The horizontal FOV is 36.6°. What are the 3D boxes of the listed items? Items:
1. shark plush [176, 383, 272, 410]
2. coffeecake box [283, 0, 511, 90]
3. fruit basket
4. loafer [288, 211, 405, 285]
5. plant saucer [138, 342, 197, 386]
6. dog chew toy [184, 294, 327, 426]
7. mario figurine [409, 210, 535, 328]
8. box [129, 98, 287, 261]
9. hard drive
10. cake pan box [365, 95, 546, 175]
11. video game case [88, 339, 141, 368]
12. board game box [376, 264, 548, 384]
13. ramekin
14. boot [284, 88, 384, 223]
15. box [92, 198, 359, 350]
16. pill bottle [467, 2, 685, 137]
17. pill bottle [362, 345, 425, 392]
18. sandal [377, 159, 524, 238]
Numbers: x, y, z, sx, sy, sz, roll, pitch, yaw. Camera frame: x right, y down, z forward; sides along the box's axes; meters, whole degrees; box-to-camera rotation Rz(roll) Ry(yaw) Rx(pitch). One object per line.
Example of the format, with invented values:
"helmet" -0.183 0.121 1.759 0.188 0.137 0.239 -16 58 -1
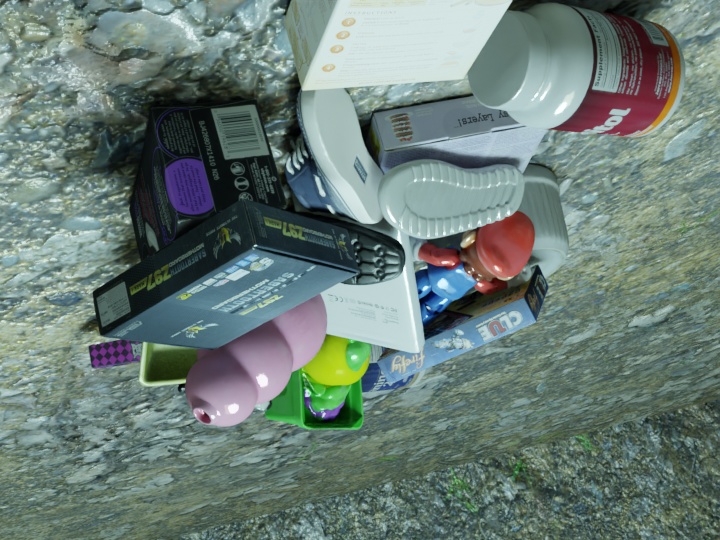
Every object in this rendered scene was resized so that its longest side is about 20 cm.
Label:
"shark plush" -0.183 0.132 1.351 0.198 0.083 0.092 -14 120 -40
"coffeecake box" 0.040 -0.228 0.839 0.152 0.074 0.200 -8 158 -21
"fruit basket" -0.040 0.112 1.474 0.214 0.218 0.155 -29 156 32
"loafer" -0.044 -0.031 1.167 0.198 0.069 0.070 9 -157 16
"plant saucer" -0.162 0.024 1.253 0.198 0.202 0.048 -2 -161 -34
"dog chew toy" -0.118 0.085 1.168 0.124 0.124 0.201 -39 -168 47
"mario figurine" 0.119 -0.013 1.269 0.199 0.107 0.123 -33 160 32
"box" -0.154 -0.060 1.057 0.105 0.124 0.200 -8 159 -22
"hard drive" 0.000 0.000 1.235 0.130 0.027 0.202 11 133 26
"cake pan box" 0.098 -0.123 1.194 0.197 0.053 0.185 -12 161 -11
"video game case" -0.221 0.093 1.421 0.198 0.036 0.180 -11 176 33
"board game box" 0.127 0.064 1.327 0.198 0.035 0.136 -25 -172 22
"ramekin" 0.170 -0.039 1.383 0.197 0.106 0.201 -14 160 -5
"boot" -0.044 -0.115 1.078 0.089 0.073 0.201 8 148 26
"box" -0.124 0.011 1.010 0.199 0.052 0.157 -27 159 28
"pill bottle" 0.199 -0.186 1.014 0.198 0.114 0.113 0 155 -35
"pill bottle" -0.003 0.134 1.690 0.198 0.112 0.111 -1 155 -35
"sandal" 0.090 -0.079 1.152 0.201 0.084 0.050 -1 -162 -38
